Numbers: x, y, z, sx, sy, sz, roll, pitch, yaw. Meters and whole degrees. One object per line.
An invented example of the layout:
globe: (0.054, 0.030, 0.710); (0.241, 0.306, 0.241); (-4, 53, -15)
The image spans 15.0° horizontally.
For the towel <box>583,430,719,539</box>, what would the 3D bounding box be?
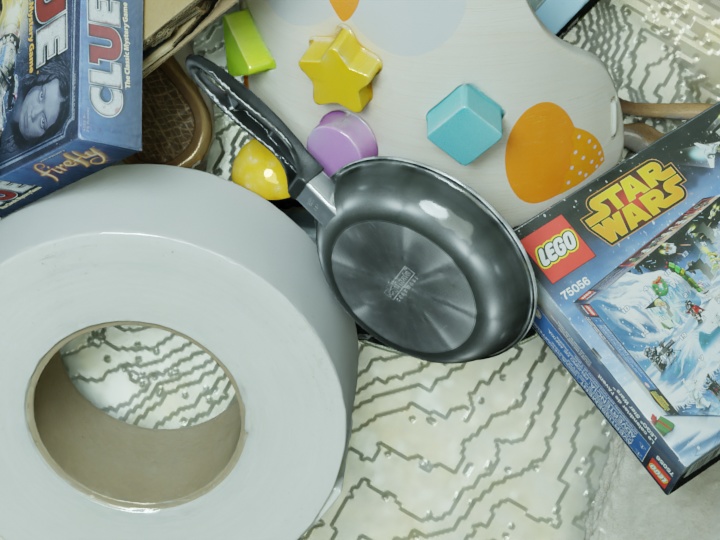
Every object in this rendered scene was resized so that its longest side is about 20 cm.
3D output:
towel: (0.173, 0.130, 1.324); (0.132, 0.035, 0.200); (12, 114, -6)

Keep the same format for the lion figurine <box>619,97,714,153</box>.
lion figurine: (0.190, -0.012, 1.338); (0.122, 0.072, 0.201); (-15, 89, -3)

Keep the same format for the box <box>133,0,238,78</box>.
box: (-0.094, -0.193, 1.250); (0.021, 0.163, 0.201); (10, 65, -32)

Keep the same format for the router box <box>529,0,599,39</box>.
router box: (0.054, -0.208, 1.338); (0.200, 0.062, 0.150); (44, 90, -1)

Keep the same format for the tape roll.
tape roll: (-0.101, 0.053, 1.298); (0.202, 0.071, 0.203); (2, 119, 4)

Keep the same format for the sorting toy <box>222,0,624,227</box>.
sorting toy: (0.006, -0.114, 1.243); (0.200, 0.180, 0.107); (18, 50, 25)

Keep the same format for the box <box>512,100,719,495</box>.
box: (0.179, -0.004, 1.274); (0.200, 0.040, 0.137); (-31, 73, -22)

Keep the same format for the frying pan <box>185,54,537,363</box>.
frying pan: (0.005, -0.030, 1.230); (0.190, 0.115, 0.031); (53, 48, -17)

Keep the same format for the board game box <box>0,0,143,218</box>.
board game box: (-0.149, -0.136, 1.262); (0.035, 0.135, 0.201); (11, 70, -35)

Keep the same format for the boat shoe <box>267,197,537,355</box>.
boat shoe: (0.000, -0.002, 1.340); (0.199, 0.066, 0.075); (18, 91, 0)

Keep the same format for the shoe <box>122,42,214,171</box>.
shoe: (-0.128, -0.127, 1.345); (0.070, 0.053, 0.200); (-29, 76, 10)
